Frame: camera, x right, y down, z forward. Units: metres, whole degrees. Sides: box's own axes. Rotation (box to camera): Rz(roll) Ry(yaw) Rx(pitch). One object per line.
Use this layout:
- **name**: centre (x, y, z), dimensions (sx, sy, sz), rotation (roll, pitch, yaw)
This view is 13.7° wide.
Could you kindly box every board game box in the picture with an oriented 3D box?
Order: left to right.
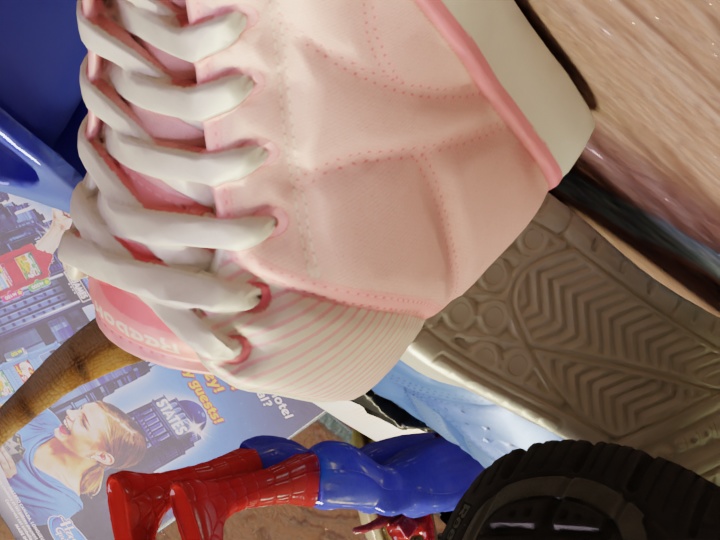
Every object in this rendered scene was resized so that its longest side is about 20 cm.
- **board game box**: centre (-0.069, -0.006, 1.022), dimensions (0.201, 0.199, 0.062), rotation (60, -149, -16)

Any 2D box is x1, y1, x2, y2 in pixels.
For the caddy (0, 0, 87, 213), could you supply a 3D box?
- **caddy**: centre (-0.138, -0.090, 0.881), dimensions (0.200, 0.105, 0.141), rotation (36, 175, 18)

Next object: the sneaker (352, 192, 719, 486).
- **sneaker**: centre (0.057, 0.032, 0.798), dimensions (0.200, 0.077, 0.111), rotation (38, 176, -24)

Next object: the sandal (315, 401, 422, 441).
- **sandal**: centre (-0.005, 0.006, 0.931), dimensions (0.206, 0.079, 0.059), rotation (39, -158, -3)

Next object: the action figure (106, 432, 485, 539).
- **action figure**: centre (0.027, 0.058, 0.861), dimensions (0.065, 0.199, 0.052), rotation (-10, 94, 59)

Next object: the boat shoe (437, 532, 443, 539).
- **boat shoe**: centre (0.122, 0.134, 1.151), dimensions (0.199, 0.062, 0.075), rotation (17, 177, -18)

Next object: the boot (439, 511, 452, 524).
- **boot**: centre (0.095, 0.107, 1.289), dimensions (0.168, 0.076, 0.200), rotation (56, -167, -24)

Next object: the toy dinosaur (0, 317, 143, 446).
- **toy dinosaur**: centre (-0.023, 0.005, 0.852), dimensions (0.199, 0.107, 0.060), rotation (-5, -174, -19)

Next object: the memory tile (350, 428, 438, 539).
- **memory tile**: centre (0.010, 0.073, 1.191), dimensions (0.200, 0.017, 0.154), rotation (-74, -29, -82)

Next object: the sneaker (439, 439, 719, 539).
- **sneaker**: centre (0.114, 0.083, 0.690), dimensions (0.199, 0.076, 0.091), rotation (5, 156, 41)

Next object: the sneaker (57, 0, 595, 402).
- **sneaker**: centre (-0.027, -0.035, 0.591), dimensions (0.075, 0.105, 0.200), rotation (36, 175, 34)
